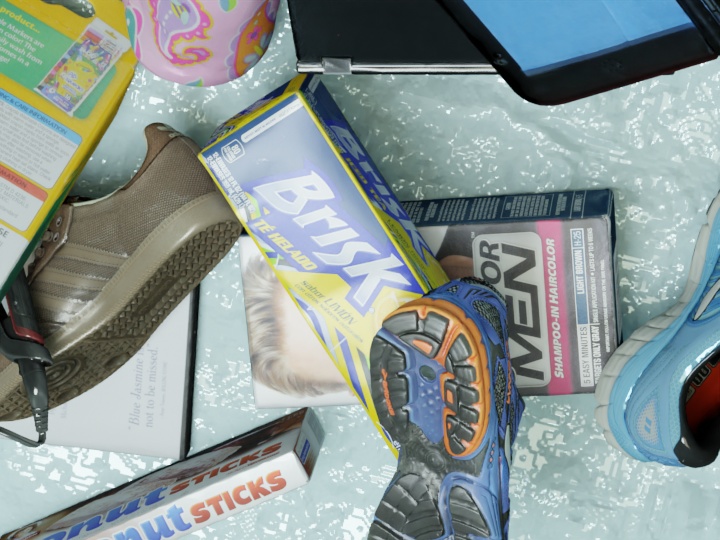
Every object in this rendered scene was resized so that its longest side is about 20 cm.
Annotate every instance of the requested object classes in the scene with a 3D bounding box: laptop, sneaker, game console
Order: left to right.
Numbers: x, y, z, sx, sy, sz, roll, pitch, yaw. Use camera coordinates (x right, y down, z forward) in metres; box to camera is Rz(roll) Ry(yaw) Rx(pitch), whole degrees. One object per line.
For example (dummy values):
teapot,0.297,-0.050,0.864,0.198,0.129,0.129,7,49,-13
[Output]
sneaker,-0.144,0.003,1.474,0.200,0.070,0.076,-40,66,23
sneaker,0.051,0.091,1.345,0.075,0.078,0.201,18,126,22
laptop,0.062,-0.157,1.337,0.186,0.200,0.117,1,110,7
game console,0.101,-0.118,1.204,0.118,0.173,0.200,-38,131,9
sneaker,0.209,0.022,1.411,0.078,0.090,0.201,33,89,-28

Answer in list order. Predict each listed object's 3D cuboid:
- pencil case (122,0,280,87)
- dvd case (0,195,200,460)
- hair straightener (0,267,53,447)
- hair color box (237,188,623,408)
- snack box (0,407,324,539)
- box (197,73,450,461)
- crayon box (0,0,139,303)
pencil case,-0.065,-0.181,1.366,0.087,0.088,0.200,22,142,0
dvd case,-0.189,0.026,1.520,0.198,0.018,0.144,6,107,5
hair straightener,-0.210,0.008,1.456,0.077,0.041,0.201,-26,68,13
hair color box,0.039,0.016,1.467,0.198,0.061,0.101,-3,105,9
snack box,-0.116,0.133,1.514,0.199,0.072,0.024,-23,104,13
box,0.000,0.000,1.399,0.064,0.070,0.201,-32,100,12
crayon box,-0.204,-0.078,1.431,0.125,0.201,0.052,30,147,-2
